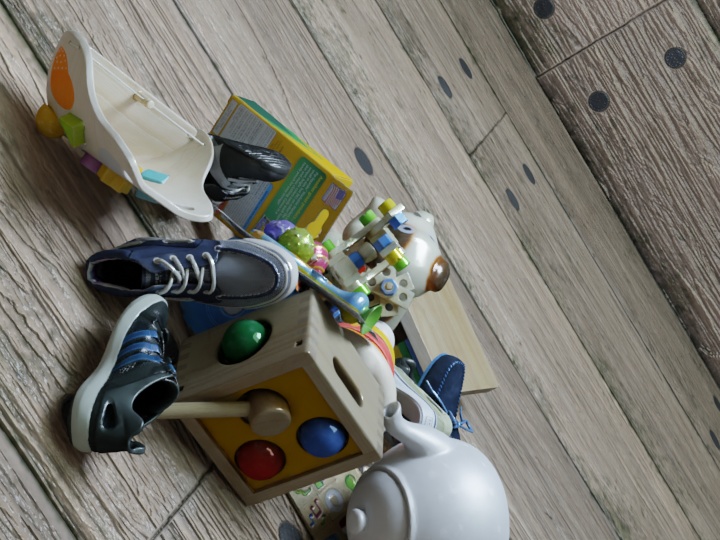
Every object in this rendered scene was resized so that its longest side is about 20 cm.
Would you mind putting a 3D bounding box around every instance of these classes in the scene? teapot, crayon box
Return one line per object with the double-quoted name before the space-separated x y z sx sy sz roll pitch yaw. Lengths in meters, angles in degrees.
"teapot" 0.050 0.270 1.564 0.146 0.197 0.200 5 55 -33
"crayon box" -0.098 -0.090 1.674 0.200 0.126 0.052 40 13 25

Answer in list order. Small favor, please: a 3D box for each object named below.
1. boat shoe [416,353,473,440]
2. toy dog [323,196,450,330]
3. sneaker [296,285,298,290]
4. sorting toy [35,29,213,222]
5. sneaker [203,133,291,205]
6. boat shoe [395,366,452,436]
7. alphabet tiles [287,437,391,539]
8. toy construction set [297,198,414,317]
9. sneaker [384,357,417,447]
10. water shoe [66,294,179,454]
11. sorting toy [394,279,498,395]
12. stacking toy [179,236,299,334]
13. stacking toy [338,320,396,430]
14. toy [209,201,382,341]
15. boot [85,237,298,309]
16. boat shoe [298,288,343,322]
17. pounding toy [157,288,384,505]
"boat shoe" 0.096 0.202 1.779 0.084 0.069 0.201 6 99 -49
"toy dog" 0.025 -0.001 1.826 0.139 0.200 0.194 30 60 -11
"sneaker" -0.088 -0.052 1.766 0.078 0.112 0.200 20 48 -58
"sorting toy" -0.223 -0.117 1.480 0.200 0.107 0.180 38 6 -43
"sneaker" -0.148 -0.102 1.620 0.074 0.200 0.089 11 93 -40
"boat shoe" 0.030 0.147 1.753 0.062 0.072 0.200 24 13 -43
"alphabet tiles" -0.003 0.255 1.651 0.166 0.006 0.200 -33 93 -47
"toy construction set" 0.000 0.000 1.636 0.092 0.131 0.200 48 -9 18
"sneaker" 0.069 0.199 1.844 0.200 0.086 0.080 60 24 -3
"water shoe" -0.199 0.100 1.362 0.200 0.079 0.072 -68 166 -50
"sorting toy" 0.087 0.088 2.037 0.199 0.069 0.200 4 60 -64
"stacking toy" -0.104 0.042 1.645 0.116 0.110 0.200 43 8 16
"stacking toy" -0.011 0.102 1.653 0.146 0.146 0.200 58 23 -7
"toy" -0.056 -0.011 1.524 0.200 0.047 0.115 40 -5 19
"boot" -0.166 0.007 1.451 0.090 0.199 0.073 -21 111 -64
"boat shoe" -0.045 0.087 1.763 0.091 0.071 0.200 51 31 -25
"pounding toy" -0.103 0.130 1.463 0.200 0.184 0.142 57 20 -32
